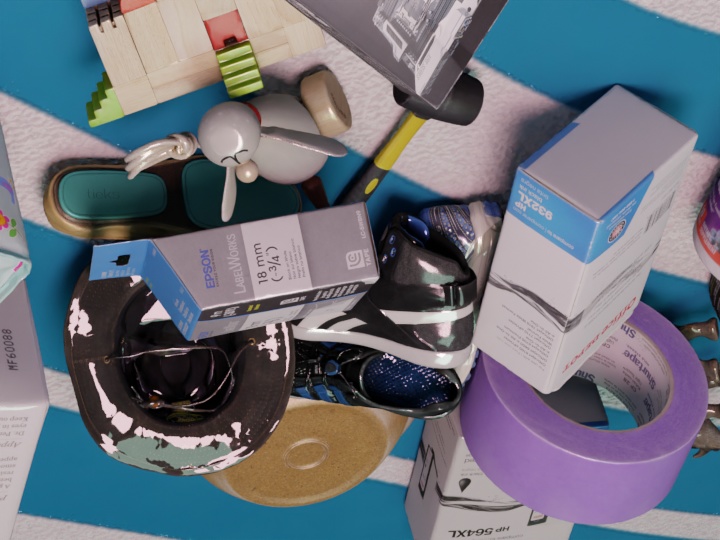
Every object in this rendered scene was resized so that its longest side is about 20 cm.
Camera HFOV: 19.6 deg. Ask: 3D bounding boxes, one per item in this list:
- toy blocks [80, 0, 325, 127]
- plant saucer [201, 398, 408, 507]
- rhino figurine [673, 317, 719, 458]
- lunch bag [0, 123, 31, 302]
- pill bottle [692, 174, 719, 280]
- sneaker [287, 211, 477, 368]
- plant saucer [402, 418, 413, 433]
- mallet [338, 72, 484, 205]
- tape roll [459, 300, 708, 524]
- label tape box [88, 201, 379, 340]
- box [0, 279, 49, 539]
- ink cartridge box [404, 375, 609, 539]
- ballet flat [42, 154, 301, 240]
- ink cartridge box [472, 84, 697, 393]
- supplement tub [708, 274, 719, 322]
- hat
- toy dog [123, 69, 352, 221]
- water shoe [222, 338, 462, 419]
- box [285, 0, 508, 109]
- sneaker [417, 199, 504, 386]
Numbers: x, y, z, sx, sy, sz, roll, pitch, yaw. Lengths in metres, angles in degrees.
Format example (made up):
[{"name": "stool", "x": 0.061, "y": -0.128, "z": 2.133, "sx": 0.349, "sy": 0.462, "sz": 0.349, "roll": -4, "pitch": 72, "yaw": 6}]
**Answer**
[{"name": "toy blocks", "x": -0.116, "y": -0.197, "z": 1.421, "sx": 0.198, "sy": 0.100, "sz": 0.137, "roll": -19, "pitch": 128, "yaw": 1}, {"name": "plant saucer", "x": -0.050, "y": 0.147, "z": 1.799, "sx": 0.198, "sy": 0.036, "sz": 0.201, "roll": -10, "pitch": 138, "yaw": -9}, {"name": "rhino figurine", "x": 0.295, "y": 0.115, "z": 1.915, "sx": 0.087, "sy": 0.060, "sz": 0.201, "roll": -2, "pitch": 143, "yaw": 16}, {"name": "lunch bag", "x": -0.341, "y": -0.055, "z": 1.425, "sx": 0.199, "sy": 0.171, "sz": 0.122, "roll": 15, "pitch": 131, "yaw": -36}, {"name": "pill bottle", "x": 0.354, "y": -0.080, "z": 1.682, "sx": 0.110, "sy": 0.112, "sz": 0.201, "roll": 2, "pitch": 135, "yaw": -21}, {"name": "sneaker", "x": 0.000, "y": 0.000, "z": 1.666, "sx": 0.198, "sy": 0.073, "sz": 0.113, "roll": 12, "pitch": 114, "yaw": 12}, {"name": "plant saucer", "x": -0.032, "y": 0.124, "z": 1.835, "sx": 0.199, "sy": 0.037, "sz": 0.201, "roll": -10, "pitch": 138, "yaw": -9}, {"name": "mallet", "x": 0.030, "y": -0.086, "z": 1.626, "sx": 0.065, "sy": 0.041, "sz": 0.200, "roll": 9, "pitch": 137, "yaw": -22}, {"name": "tape roll", "x": 0.189, "y": 0.110, "z": 1.768, "sx": 0.198, "sy": 0.201, "sz": 0.085, "roll": -1, "pitch": 138, "yaw": -17}, {"name": "label tape box", "x": -0.097, "y": 0.007, "z": 1.547, "sx": 0.198, "sy": 0.064, "sz": 0.144, "roll": -10, "pitch": 171, "yaw": -10}, {"name": "box", "x": -0.353, "y": 0.081, "z": 1.551, "sx": 0.197, "sy": 0.201, "sz": 0.172, "roll": 2, "pitch": 134, "yaw": -22}, {"name": "ink cartridge box", "x": 0.131, "y": 0.181, "z": 1.915, "sx": 0.145, "sy": 0.085, "sz": 0.201, "roll": -5, "pitch": 137, "yaw": -14}, {"name": "ballet flat", "x": -0.146, "y": -0.052, "z": 1.594, "sx": 0.198, "sy": 0.069, "sz": 0.063, "roll": 3, "pitch": 164, "yaw": -18}, {"name": "ink cartridge box", "x": 0.175, "y": -0.023, "z": 1.656, "sx": 0.145, "sy": 0.083, "sz": 0.201, "roll": -40, "pitch": 154, "yaw": -38}, {"name": "supplement tub", "x": 0.385, "y": 0.068, "z": 1.789, "sx": 0.121, "sy": 0.201, "sz": 0.123, "roll": -10, "pitch": 139, "yaw": -9}, {"name": "hat", "x": -0.145, "y": 0.059, "z": 1.665, "sx": 0.199, "sy": 0.081, "sz": 0.203, "roll": -1, "pitch": 96, "yaw": -8}, {"name": "toy dog", "x": -0.063, "y": -0.078, "z": 1.498, "sx": 0.131, "sy": 0.097, "sz": 0.200, "roll": -26, "pitch": -179, "yaw": 36}, {"name": "water shoe", "x": -0.013, "y": 0.074, "z": 1.695, "sx": 0.198, "sy": 0.072, "sz": 0.079, "roll": 10, "pitch": 174, "yaw": -3}, {"name": "box", "x": 0.023, "y": -0.226, "z": 1.404, "sx": 0.200, "sy": 0.050, "sz": 0.158, "roll": 34, "pitch": 89, "yaw": -42}, {"name": "sneaker", "x": 0.060, "y": 0.020, "z": 1.735, "sx": 0.084, "sy": 0.077, "sz": 0.201, "roll": 5, "pitch": 128, "yaw": -10}]
